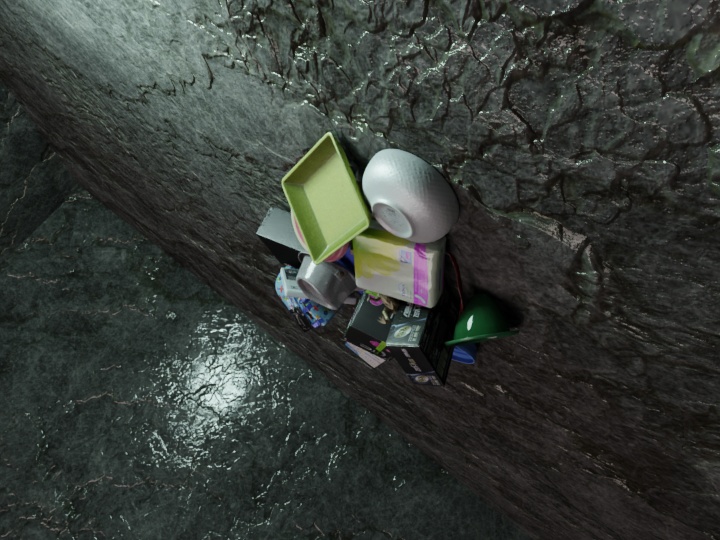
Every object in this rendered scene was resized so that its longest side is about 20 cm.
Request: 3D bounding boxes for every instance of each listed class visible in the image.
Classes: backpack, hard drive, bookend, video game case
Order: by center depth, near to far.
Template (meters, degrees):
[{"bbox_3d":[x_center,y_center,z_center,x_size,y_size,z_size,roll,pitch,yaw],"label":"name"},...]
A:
[{"bbox_3d":[0.000,0.000,1.360,0.131,0.026,0.200,41,159,-5],"label":"hard drive"},{"bbox_3d":[-0.159,-0.067,1.513,0.196,0.094,0.199,21,163,21],"label":"bookend"},{"bbox_3d":[-0.122,0.043,1.524,0.195,0.024,0.182,8,-162,-15],"label":"video game case"},{"bbox_3d":[-0.154,0.059,1.665,0.202,0.182,0.134,54,148,-10],"label":"backpack"}]

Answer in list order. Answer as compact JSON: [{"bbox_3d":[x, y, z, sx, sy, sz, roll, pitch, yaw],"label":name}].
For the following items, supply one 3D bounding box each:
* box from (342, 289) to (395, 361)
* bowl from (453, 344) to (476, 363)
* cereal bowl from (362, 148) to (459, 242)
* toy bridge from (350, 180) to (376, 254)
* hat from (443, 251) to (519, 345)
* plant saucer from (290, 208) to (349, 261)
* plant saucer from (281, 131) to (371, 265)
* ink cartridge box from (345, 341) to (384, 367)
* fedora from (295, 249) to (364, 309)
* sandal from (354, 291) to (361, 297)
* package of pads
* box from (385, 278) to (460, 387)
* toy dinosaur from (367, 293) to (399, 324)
[{"bbox_3d":[0.049,0.137,1.388,0.146,0.126,0.200,25,162,1],"label":"box"},{"bbox_3d":[0.216,0.185,1.430,0.197,0.040,0.201,25,165,7],"label":"bowl"},{"bbox_3d":[0.080,-0.122,1.008,0.198,0.084,0.201,34,160,14],"label":"cereal bowl"},{"bbox_3d":[0.011,-0.109,1.175,0.065,0.028,0.202,-1,139,-3],"label":"toy bridge"},{"bbox_3d":[0.250,0.062,1.176,0.200,0.162,0.180,121,141,-75],"label":"hat"},{"bbox_3d":[-0.100,-0.116,1.235,0.199,0.050,0.205,27,126,45],"label":"plant saucer"},{"bbox_3d":[-0.063,-0.142,1.102,0.199,0.047,0.203,-32,78,45],"label":"plant saucer"},{"bbox_3d":[0.048,0.200,1.674,0.128,0.126,0.200,37,160,2],"label":"ink cartridge box"},{"bbox_3d":[-0.089,0.035,1.375,0.175,0.091,0.200,9,153,46],"label":"fedora"},{"bbox_3d":[0.011,0.056,1.540,0.200,0.043,0.076,46,-176,3],"label":"sandal"},{"bbox_3d":[0.080,-0.015,1.144,0.196,0.068,0.157,16,132,23],"label":"package of pads"},{"bbox_3d":[0.151,0.131,1.232,0.085,0.203,0.165,-3,140,33],"label":"box"},{"bbox_3d":[0.073,0.080,1.247,0.058,0.101,0.201,-39,87,26],"label":"toy dinosaur"}]
